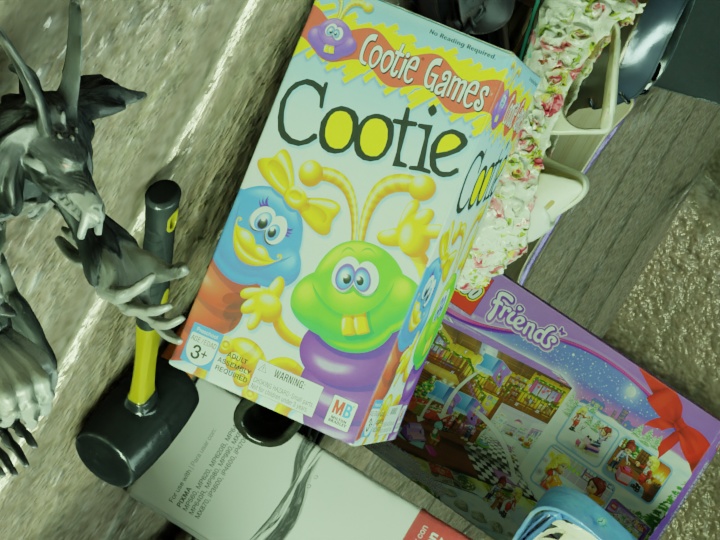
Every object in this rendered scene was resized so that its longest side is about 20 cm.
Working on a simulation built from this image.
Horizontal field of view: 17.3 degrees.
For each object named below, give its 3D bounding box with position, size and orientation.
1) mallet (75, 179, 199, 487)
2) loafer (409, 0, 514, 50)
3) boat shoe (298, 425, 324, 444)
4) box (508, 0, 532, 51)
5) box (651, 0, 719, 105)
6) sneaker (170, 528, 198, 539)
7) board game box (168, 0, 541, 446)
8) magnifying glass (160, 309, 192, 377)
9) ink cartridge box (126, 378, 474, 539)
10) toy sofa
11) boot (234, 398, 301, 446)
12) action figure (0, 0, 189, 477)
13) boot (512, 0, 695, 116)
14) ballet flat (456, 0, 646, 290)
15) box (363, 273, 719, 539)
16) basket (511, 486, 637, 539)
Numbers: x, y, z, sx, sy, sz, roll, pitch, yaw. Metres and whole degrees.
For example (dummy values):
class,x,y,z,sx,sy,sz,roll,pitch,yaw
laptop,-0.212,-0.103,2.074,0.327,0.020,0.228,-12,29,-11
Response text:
class,x,y,z,sx,sy,sz,roll,pitch,yaw
mallet,-0.098,0.022,1.150,0.066,0.041,0.201,-48,161,-44
loafer,0.064,-0.150,1.292,0.072,0.063,0.200,-54,169,-17
boat shoe,-0.012,0.063,1.564,0.200,0.056,0.069,-48,165,-40
box,0.098,-0.159,1.478,0.200,0.021,0.164,-38,150,-61
box,0.228,-0.236,1.521,0.198,0.123,0.201,-38,142,-61
sneaker,-0.095,0.182,1.562,0.076,0.071,0.200,-42,177,37
board game box,0.001,-0.027,1.167,0.105,0.102,0.201,7,105,-78
magnifying glass,-0.073,0.013,1.260,0.201,0.022,0.080,-56,169,-4
ink cartridge box,-0.025,0.154,1.398,0.084,0.199,0.144,-59,169,-7
toy sofa,0.113,-0.067,1.645,0.201,0.097,0.083,-60,168,11
boot,0.000,0.000,1.298,0.201,0.067,0.131,-59,-172,17
action figure,-0.119,0.005,0.837,0.119,0.102,0.201,-29,153,-44
boot,0.132,-0.108,1.436,0.075,0.096,0.201,-38,148,-60
ballet flat,0.106,-0.076,1.330,0.076,0.064,0.201,-28,136,-79
box,0.106,0.096,1.439,0.137,0.199,0.039,-56,163,3
basket,0.140,0.213,1.309,0.139,0.176,0.200,-47,174,-37
